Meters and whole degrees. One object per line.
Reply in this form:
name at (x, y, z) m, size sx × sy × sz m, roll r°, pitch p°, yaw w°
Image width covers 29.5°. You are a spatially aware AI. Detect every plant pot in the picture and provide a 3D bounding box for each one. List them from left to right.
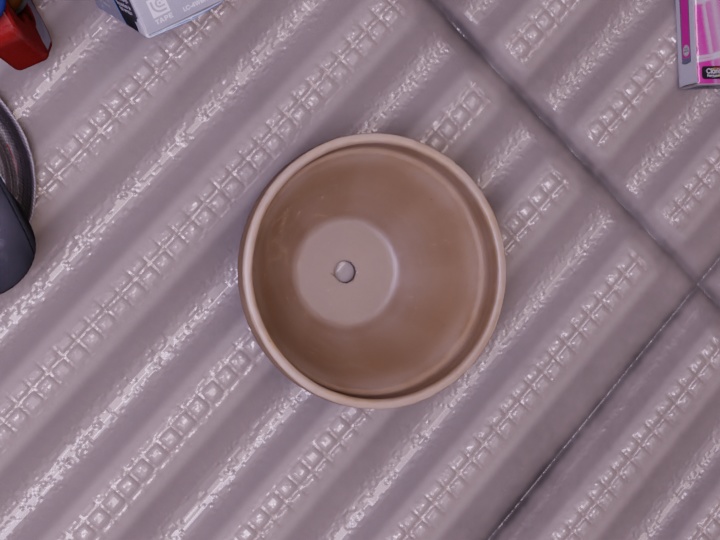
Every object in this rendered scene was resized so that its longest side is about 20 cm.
plant pot at (0.000, 0.000, 1.024) m, size 0.201 × 0.093 × 0.201 m, roll 0°, pitch 91°, yaw -18°

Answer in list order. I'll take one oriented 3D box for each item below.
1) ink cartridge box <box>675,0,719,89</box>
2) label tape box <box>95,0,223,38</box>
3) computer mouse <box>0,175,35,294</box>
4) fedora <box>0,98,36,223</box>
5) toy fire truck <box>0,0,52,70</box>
ink cartridge box at (0.313, -0.254, 1.154) m, size 0.095 × 0.037 × 0.200 m, roll -3°, pitch 89°, yaw -18°
label tape box at (-0.176, -0.267, 0.912) m, size 0.066 × 0.143 × 0.200 m, roll -31°, pitch 118°, yaw -11°
computer mouse at (-0.297, -0.052, 0.856) m, size 0.140 × 0.046 × 0.200 m, roll -36°, pitch 110°, yaw -22°
fedora at (-0.317, -0.070, 0.924) m, size 0.200 × 0.090 × 0.177 m, roll 36°, pitch 80°, yaw -14°
toy fire truck at (-0.263, -0.219, 0.881) m, size 0.112 × 0.168 × 0.200 m, roll -24°, pitch 112°, yaw 2°
